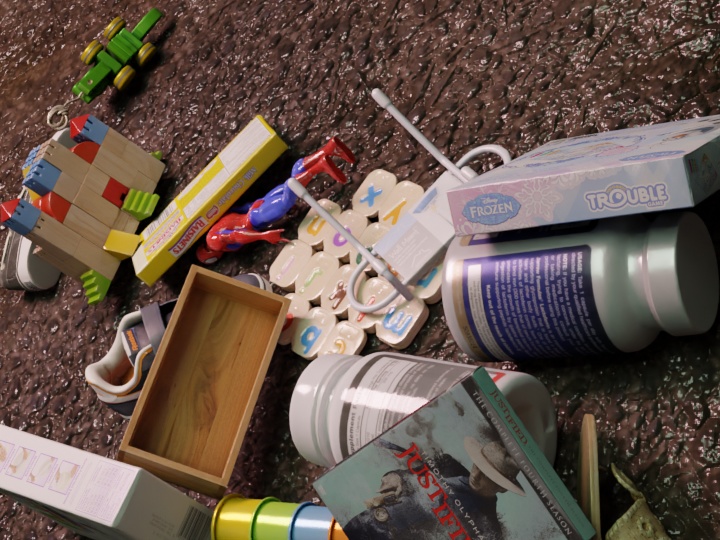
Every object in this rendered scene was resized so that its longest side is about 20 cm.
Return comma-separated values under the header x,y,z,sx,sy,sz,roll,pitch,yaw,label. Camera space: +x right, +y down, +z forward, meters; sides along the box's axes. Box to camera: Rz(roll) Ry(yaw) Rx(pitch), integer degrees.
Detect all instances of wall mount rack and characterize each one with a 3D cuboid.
x,y,z,sx,sy,sz,roll,pitch,yaw,label
0.033,-0.067,1.350,0.200,0.075,0.174,-46,44,0,wall mount rack

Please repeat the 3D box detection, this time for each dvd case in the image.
x,y,z,sx,sy,sz,roll,pitch,yaw,label
0.064,0.176,1.112,0.200,0.022,0.146,-38,83,39,dvd case

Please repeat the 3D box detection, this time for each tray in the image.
x,y,z,sx,sy,sz,roll,pitch,yaw,label
-0.139,0.098,1.336,0.098,0.037,0.200,20,57,-3,tray

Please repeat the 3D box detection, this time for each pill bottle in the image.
x,y,z,sx,sy,sz,roll,pitch,yaw,label
0.048,0.127,1.201,0.200,0.114,0.114,6,65,40,pill bottle
0.175,0.011,1.183,0.199,0.116,0.116,-7,57,34,pill bottle

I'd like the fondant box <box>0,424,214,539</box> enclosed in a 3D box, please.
x,y,z,sx,sy,sz,roll,pitch,yaw,label
-0.229,0.207,1.330,0.200,0.144,0.058,8,66,39,fondant box

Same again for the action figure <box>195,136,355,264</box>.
x,y,z,sx,sy,sz,roll,pitch,yaw,label
-0.091,-0.058,1.470,0.200,0.052,0.066,-29,26,29,action figure

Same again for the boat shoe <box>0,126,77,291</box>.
x,y,z,sx,sy,sz,roll,pitch,yaw,label
-0.359,-0.071,1.670,0.063,0.071,0.201,-4,61,33,boat shoe

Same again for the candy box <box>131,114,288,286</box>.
x,y,z,sx,sy,sz,roll,pitch,yaw,label
-0.159,-0.074,1.531,0.200,0.026,0.102,-45,24,3,candy box

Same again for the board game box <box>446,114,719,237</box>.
x,y,z,sx,sy,sz,roll,pitch,yaw,label
0.202,-0.079,1.187,0.199,0.199,0.044,-6,101,34,board game box

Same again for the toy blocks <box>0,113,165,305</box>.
x,y,z,sx,sy,sz,roll,pitch,yaw,label
-0.299,-0.082,1.567,0.100,0.137,0.200,-20,43,52,toy blocks

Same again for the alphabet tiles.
x,y,z,sx,sy,sz,roll,pitch,yaw,label
0.000,0.000,1.392,0.200,0.015,0.196,25,78,44,alphabet tiles

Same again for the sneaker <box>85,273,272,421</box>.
x,y,z,sx,sy,sz,roll,pitch,yaw,label
-0.176,0.066,1.427,0.200,0.079,0.079,-41,42,10,sneaker

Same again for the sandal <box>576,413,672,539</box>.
x,y,z,sx,sy,sz,roll,pitch,yaw,label
0.195,0.212,1.083,0.069,0.078,0.212,3,66,2,sandal

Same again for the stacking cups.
x,y,z,sx,sy,sz,roll,pitch,yaw,label
-0.029,0.216,1.239,0.199,0.061,0.061,-5,58,31,stacking cups

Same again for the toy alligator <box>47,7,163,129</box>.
x,y,z,sx,sy,sz,roll,pitch,yaw,label
-0.300,-0.230,1.736,0.200,0.059,0.054,-52,2,-22,toy alligator
